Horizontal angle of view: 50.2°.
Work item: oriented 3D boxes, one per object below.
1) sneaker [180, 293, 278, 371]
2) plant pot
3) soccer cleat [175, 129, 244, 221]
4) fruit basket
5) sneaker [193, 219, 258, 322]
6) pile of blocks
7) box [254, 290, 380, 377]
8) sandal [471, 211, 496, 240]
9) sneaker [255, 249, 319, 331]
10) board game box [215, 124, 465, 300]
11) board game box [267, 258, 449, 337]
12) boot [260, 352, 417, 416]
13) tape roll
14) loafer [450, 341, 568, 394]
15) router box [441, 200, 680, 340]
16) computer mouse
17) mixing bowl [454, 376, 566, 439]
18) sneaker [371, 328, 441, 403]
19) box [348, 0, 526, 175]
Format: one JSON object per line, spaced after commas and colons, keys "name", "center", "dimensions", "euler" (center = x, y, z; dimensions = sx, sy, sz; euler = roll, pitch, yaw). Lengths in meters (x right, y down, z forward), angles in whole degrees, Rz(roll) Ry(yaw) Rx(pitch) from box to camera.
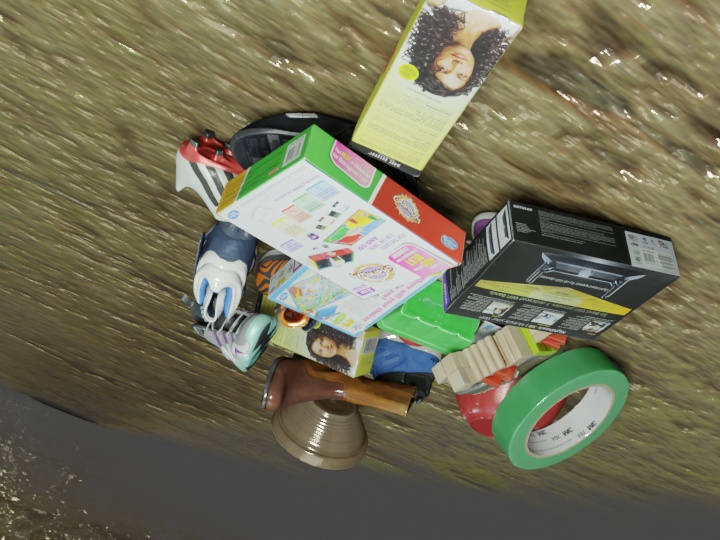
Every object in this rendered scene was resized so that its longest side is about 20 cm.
{"name": "sneaker", "center": [-0.197, 0.074, 1.098], "dimensions": [0.140, 0.078, 0.200], "euler": [38, 156, 0]}
{"name": "plant pot", "center": [-0.069, 0.295, 1.537], "dimensions": [0.201, 0.201, 0.093], "euler": [21, 113, -6]}
{"name": "soccer cleat", "center": [-0.126, -0.081, 0.876], "dimensions": [0.200, 0.069, 0.085], "euler": [31, 125, 7]}
{"name": "fruit basket", "center": [0.085, 0.061, 1.077], "dimensions": [0.185, 0.094, 0.200], "euler": [22, 169, -8]}
{"name": "sneaker", "center": [-0.193, 0.009, 1.051], "dimensions": [0.081, 0.147, 0.200], "euler": [22, 153, -8]}
{"name": "pile of blocks", "center": [0.195, 0.112, 0.995], "dimensions": [0.200, 0.062, 0.082], "euler": [-29, 155, 13]}
{"name": "box", "center": [-0.072, 0.091, 1.159], "dimensions": [0.200, 0.075, 0.050], "euler": [18, -169, 30]}
{"name": "sandal", "center": [0.182, 0.002, 0.918], "dimensions": [0.082, 0.050, 0.203], "euler": [3, 150, 26]}
{"name": "sneaker", "center": [-0.102, 0.029, 1.072], "dimensions": [0.078, 0.112, 0.200], "euler": [31, 151, -24]}
{"name": "board game box", "center": [-0.019, -0.047, 0.766], "dimensions": [0.200, 0.040, 0.153], "euler": [32, 146, -30]}
{"name": "board game box", "center": [0.000, 0.000, 0.907], "dimensions": [0.134, 0.034, 0.200], "euler": [27, 135, -27]}
{"name": "boot", "center": [-0.028, 0.183, 1.111], "dimensions": [0.200, 0.069, 0.188], "euler": [16, -174, 15]}
{"name": "tape roll", "center": [0.285, 0.198, 1.094], "dimensions": [0.200, 0.048, 0.201], "euler": [-16, 135, -17]}
{"name": "loafer", "center": [0.211, 0.132, 1.096], "dimensions": [0.070, 0.075, 0.200], "euler": [26, 139, -32]}
{"name": "router box", "center": [0.211, 0.007, 0.835], "dimensions": [0.200, 0.052, 0.157], "euler": [11, 146, -18]}
{"name": "computer mouse", "center": [-0.030, -0.119, 0.827], "dimensions": [0.200, 0.046, 0.140], "euler": [-2, 145, 12]}
{"name": "mixing bowl", "center": [0.230, 0.201, 1.207], "dimensions": [0.200, 0.108, 0.200], "euler": [13, 153, 7]}
{"name": "sneaker", "center": [0.025, 0.157, 1.241], "dimensions": [0.200, 0.111, 0.077], "euler": [9, 152, 17]}
{"name": "box", "center": [0.058, -0.163, 0.644], "dimensions": [0.075, 0.050, 0.200], "euler": [22, 148, -7]}
